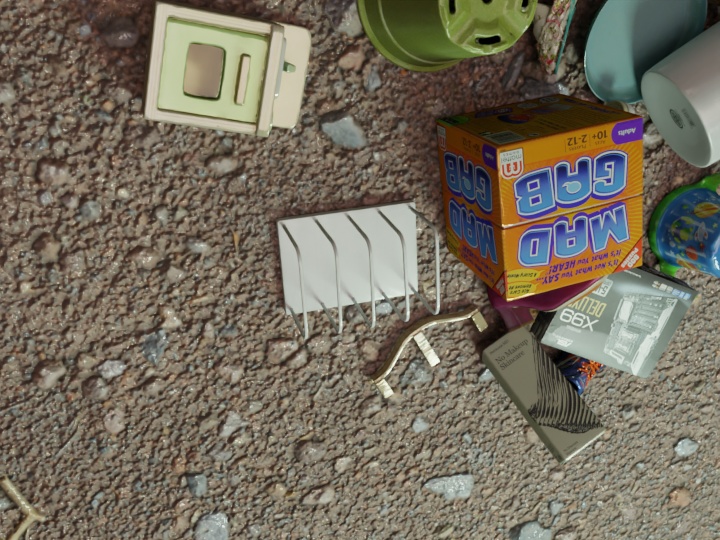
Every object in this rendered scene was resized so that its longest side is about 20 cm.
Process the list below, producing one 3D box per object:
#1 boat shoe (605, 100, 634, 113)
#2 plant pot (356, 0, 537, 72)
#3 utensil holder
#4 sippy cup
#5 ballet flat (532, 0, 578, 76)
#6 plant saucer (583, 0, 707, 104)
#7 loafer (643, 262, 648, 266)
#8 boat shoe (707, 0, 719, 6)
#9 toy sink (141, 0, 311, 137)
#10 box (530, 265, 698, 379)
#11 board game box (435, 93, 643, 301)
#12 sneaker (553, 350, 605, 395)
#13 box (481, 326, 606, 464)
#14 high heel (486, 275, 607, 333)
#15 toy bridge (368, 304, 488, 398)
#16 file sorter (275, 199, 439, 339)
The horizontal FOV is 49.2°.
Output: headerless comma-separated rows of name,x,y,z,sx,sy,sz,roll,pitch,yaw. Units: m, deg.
boat shoe,0.370,-0.151,1.160,0.068,0.075,0.202,-3,118,-22
plant pot,0.115,-0.331,0.942,0.198,0.190,0.202,-6,111,-15
utensil holder,0.517,-0.261,1.083,0.199,0.170,0.170,-32,116,4
sippy cup,0.540,-0.052,1.213,0.139,0.130,0.179,-18,114,-11
ballet flat,0.264,-0.366,1.054,0.063,0.076,0.202,18,101,9
plant saucer,0.390,-0.329,1.094,0.199,0.027,0.201,-14,130,-17
loafer,0.418,0.004,1.229,0.200,0.070,0.068,33,98,-25
boat shoe,0.446,-0.432,1.084,0.198,0.072,0.068,16,71,-14
toy sink,-0.152,-0.237,0.935,0.198,0.112,0.131,6,108,-20
box,0.378,0.060,1.180,0.199,0.050,0.159,20,108,-15
board game box,0.236,-0.108,1.057,0.198,0.200,0.201,-14,113,-12
sneaker,0.345,0.165,1.262,0.199,0.078,0.076,-32,117,-4
box,0.272,0.185,1.186,0.082,0.068,0.200,-36,71,-4
high heel,0.259,0.013,1.119,0.067,0.200,0.097,-18,78,-34
toy bridge,0.095,0.113,1.191,0.199,0.027,0.067,-34,113,-3
file sorter,0.000,0.000,1.066,0.198,0.125,0.140,-9,113,-15
